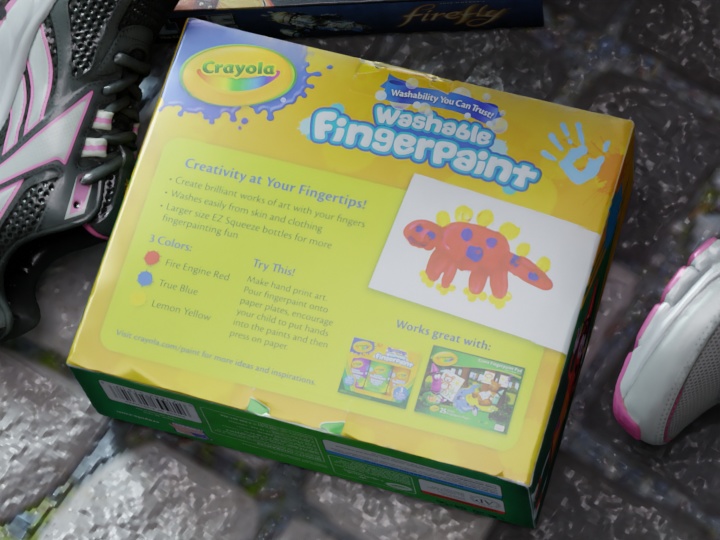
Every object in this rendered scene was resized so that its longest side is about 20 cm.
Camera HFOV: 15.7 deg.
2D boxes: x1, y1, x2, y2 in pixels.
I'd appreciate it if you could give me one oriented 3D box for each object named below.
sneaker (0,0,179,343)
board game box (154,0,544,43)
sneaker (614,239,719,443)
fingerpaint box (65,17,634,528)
[{"bbox_3d":[-0.124,-0.054,1.123,0.086,0.080,0.200,38,103,20],"label":"sneaker"},{"bbox_3d":[-0.018,-0.174,1.194,0.200,0.035,0.136,-3,68,5],"label":"board game box"},{"bbox_3d":[0.196,0.017,1.062,0.200,0.081,0.088,-33,67,-6],"label":"sneaker"},{"bbox_3d":[0.000,0.000,1.103,0.200,0.073,0.167,13,72,11],"label":"fingerpaint box"}]
